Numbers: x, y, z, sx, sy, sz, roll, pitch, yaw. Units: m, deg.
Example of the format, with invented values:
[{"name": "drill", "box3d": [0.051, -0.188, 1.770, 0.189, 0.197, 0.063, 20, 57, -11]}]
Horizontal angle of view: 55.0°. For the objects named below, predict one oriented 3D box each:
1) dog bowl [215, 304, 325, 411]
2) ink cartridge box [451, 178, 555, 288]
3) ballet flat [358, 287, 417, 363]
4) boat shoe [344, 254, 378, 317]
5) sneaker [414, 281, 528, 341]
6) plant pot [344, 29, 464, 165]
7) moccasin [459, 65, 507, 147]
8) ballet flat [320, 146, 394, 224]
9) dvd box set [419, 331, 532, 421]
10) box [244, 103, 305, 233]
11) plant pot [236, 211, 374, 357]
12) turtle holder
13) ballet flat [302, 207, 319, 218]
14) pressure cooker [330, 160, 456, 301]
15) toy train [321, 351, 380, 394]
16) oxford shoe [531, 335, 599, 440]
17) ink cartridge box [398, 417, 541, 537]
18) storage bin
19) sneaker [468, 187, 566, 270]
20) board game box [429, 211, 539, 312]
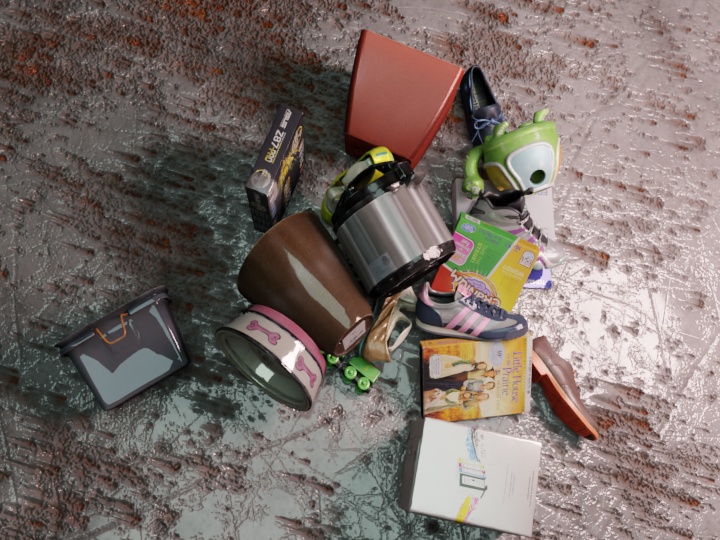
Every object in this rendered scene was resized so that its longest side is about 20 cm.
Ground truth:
[{"name": "dog bowl", "box3d": [-0.141, 0.139, 1.141, 0.198, 0.201, 0.074, 36, 64, 6]}, {"name": "ink cartridge box", "box3d": [0.272, -0.071, 1.311, 0.193, 0.041, 0.206, 1, 74, -4]}, {"name": "ballet flat", "box3d": [0.062, 0.076, 1.226, 0.071, 0.068, 0.203, 14, 61, 18]}, {"name": "boat shoe", "box3d": [0.003, 0.000, 1.254, 0.071, 0.068, 0.205, 5, 73, -3]}, {"name": "sneaker", "box3d": [0.190, 0.068, 1.179, 0.194, 0.070, 0.084, 4, 114, 9]}, {"name": "plant pot", "box3d": [0.060, -0.292, 1.289, 0.195, 0.200, 0.180, 22, 85, 2]}, {"name": "moccasin", "box3d": [0.240, -0.306, 1.361, 0.079, 0.068, 0.204, -20, 78, -10]}, {"name": "ballet flat", "box3d": [-0.022, -0.150, 1.234, 0.066, 0.199, 0.068, -19, 73, -54]}, {"name": "dvd box set", "box3d": [0.200, 0.186, 1.199, 0.194, 0.029, 0.151, -4, 108, -7]}, {"name": "box", "box3d": [-0.147, -0.171, 1.222, 0.048, 0.201, 0.164, 22, 72, 3]}, {"name": "plant pot", "box3d": [-0.074, 0.040, 1.155, 0.186, 0.188, 0.200, -41, 69, -14]}, {"name": "turtle holder", "box3d": [0.282, -0.200, 1.260, 0.182, 0.140, 0.135, -18, 89, -25]}, {"name": "ballet flat", "box3d": [-0.144, -0.032, 1.261, 0.200, 0.067, 0.047, -48, 113, -18]}, {"name": "pressure cooker", "box3d": [0.047, -0.075, 1.151, 0.173, 0.179, 0.203, -30, 82, -6]}, {"name": "toy train", "box3d": [-0.049, 0.140, 1.226, 0.199, 0.042, 0.057, 39, 65, 7]}, {"name": "oxford shoe", "box3d": [0.364, 0.205, 1.225, 0.072, 0.071, 0.202, -32, 78, -18]}, {"name": "ink cartridge box", "box3d": [0.173, 0.337, 1.130, 0.194, 0.148, 0.149, 12, 73, -1]}, {"name": "storage bin", "box3d": [-0.382, 0.135, 1.155, 0.197, 0.146, 0.136, -31, 88, -12]}, {"name": "sneaker", "box3d": [0.288, -0.086, 1.217, 0.195, 0.142, 0.079, 16, 43, -2]}, {"name": "board game box", "box3d": [0.206, 0.021, 1.220, 0.150, 0.040, 0.204, 22, 111, 3]}]
